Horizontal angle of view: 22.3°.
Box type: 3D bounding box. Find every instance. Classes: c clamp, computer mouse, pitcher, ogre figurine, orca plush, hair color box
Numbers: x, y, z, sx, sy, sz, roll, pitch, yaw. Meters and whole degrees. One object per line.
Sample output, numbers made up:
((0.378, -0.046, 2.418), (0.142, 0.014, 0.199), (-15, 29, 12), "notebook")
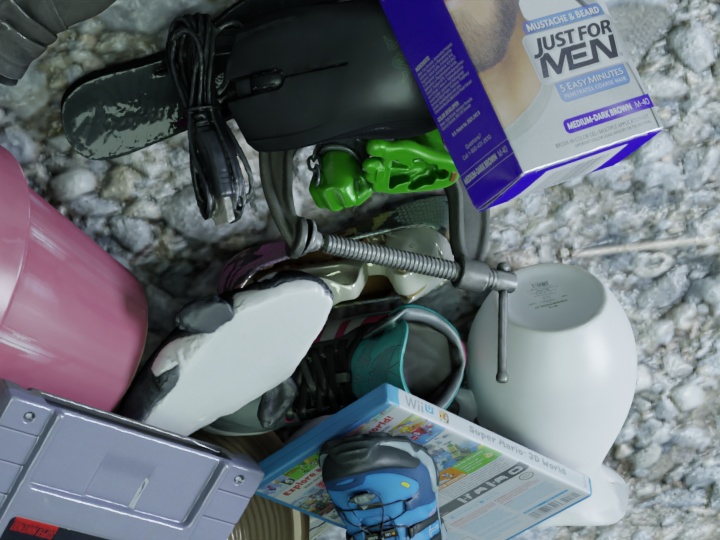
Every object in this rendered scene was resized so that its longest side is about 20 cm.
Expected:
((0.021, -0.031, 1.213), (0.200, 0.171, 0.027), (17, 152, -20), "c clamp")
((-0.027, -0.112, 1.113), (0.200, 0.053, 0.139), (-13, 85, 17), "computer mouse")
((0.114, 0.103, 1.314), (0.171, 0.121, 0.200), (-15, 129, -14), "pitcher")
((0.055, -0.116, 1.182), (0.200, 0.120, 0.098), (-41, 126, 20), "ogre figurine")
((-0.104, 0.069, 1.208), (0.105, 0.071, 0.200), (30, 99, -28), "orca plush")
((0.082, -0.147, 1.066), (0.109, 0.065, 0.200), (-19, 79, -30), "hair color box")

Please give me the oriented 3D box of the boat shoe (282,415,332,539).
((-0.043, 0.165, 1.340), (0.200, 0.066, 0.072), (-44, 85, 7), "boat shoe")

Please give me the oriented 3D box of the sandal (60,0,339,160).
((-0.099, -0.121, 1.193), (0.200, 0.048, 0.075), (-25, 119, 1), "sandal")

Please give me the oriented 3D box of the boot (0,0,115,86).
((-0.237, -0.211, 1.109), (0.132, 0.070, 0.200), (-33, 115, 11), "boot")

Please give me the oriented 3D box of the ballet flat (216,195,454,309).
((0.000, 0.000, 1.264), (0.200, 0.071, 0.069), (-13, 113, -6), "ballet flat")

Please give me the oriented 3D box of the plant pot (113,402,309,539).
((-0.138, 0.184, 1.270), (0.200, 0.093, 0.201), (0, 95, 4), "plant pot")

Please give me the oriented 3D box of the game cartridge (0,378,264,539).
((-0.168, 0.153, 1.145), (0.200, 0.038, 0.130), (22, 99, -38), "game cartridge")

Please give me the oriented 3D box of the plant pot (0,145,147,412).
((-0.244, 0.025, 1.167), (0.179, 0.200, 0.200), (29, 108, -40), "plant pot")

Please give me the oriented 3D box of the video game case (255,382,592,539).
((0.042, 0.147, 1.261), (0.200, 0.018, 0.143), (27, 134, -35), "video game case")

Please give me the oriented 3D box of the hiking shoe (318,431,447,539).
((0.025, 0.179, 1.213), (0.074, 0.087, 0.200), (-13, 142, 11), "hiking shoe")

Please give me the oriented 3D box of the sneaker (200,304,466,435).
((-0.010, 0.072, 1.241), (0.200, 0.121, 0.084), (-15, 95, -25), "sneaker")
